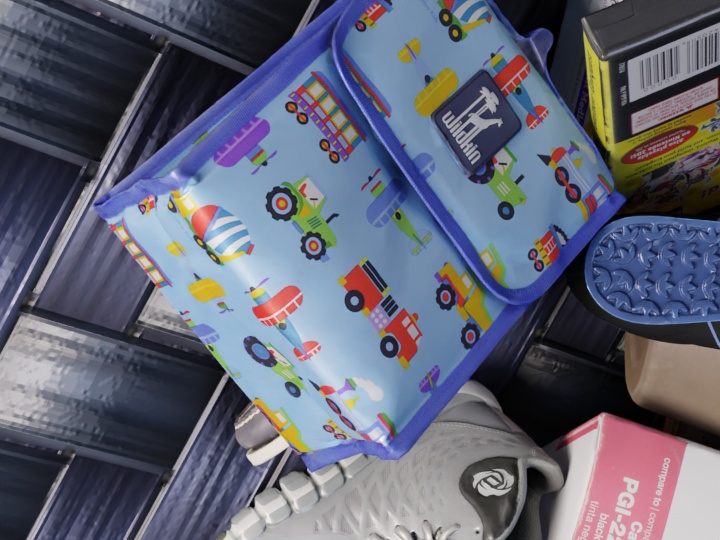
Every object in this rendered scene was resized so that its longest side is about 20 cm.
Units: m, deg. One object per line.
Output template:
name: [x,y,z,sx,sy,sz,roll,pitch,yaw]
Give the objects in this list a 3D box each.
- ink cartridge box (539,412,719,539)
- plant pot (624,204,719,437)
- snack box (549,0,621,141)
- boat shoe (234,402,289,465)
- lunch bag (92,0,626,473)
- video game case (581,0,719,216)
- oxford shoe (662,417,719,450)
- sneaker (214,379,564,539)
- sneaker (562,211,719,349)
ink cartridge box: [0.185,0.150,1.211,0.200,0.146,0.085,17,74,-7]
plant pot: [0.227,0.018,1.202,0.174,0.200,0.200,7,118,-1]
snack box: [0.171,-0.150,1.143,0.142,0.053,0.200,-6,121,-36]
boat shoe: [0.000,0.000,1.104,0.063,0.073,0.200,40,93,-6]
lunch bag: [0.015,-0.037,1.028,0.200,0.094,0.151,-44,103,-25]
video game case: [0.198,-0.095,1.080,0.200,0.026,0.181,-23,153,-3]
oxford shoe: [0.207,0.087,1.317,0.071,0.073,0.200,8,111,-43]
sneaker: [0.015,0.139,1.149,0.200,0.115,0.075,-40,136,-15]
sneaker: [0.192,0.007,1.101,0.200,0.078,0.070,11,90,-5]
